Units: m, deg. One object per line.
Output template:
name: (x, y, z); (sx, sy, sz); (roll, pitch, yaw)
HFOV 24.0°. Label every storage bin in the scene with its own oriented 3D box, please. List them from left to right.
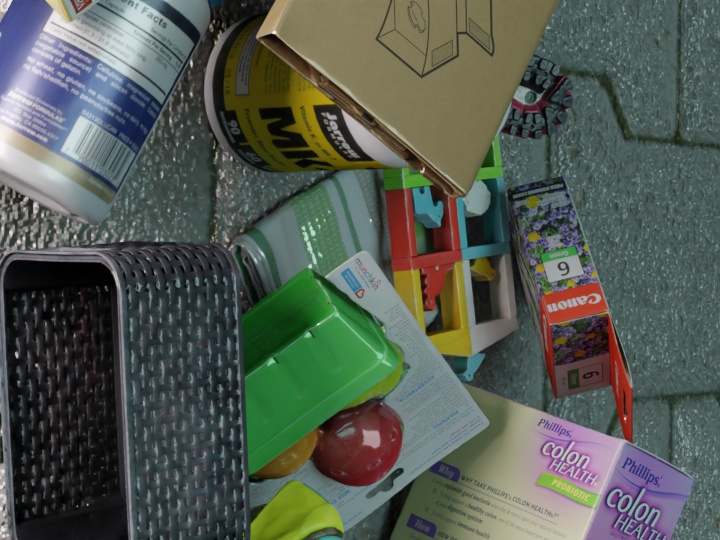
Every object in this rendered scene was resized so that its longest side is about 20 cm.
storage bin: (-0.147, 0.084, 1.048); (0.094, 0.135, 0.201); (-5, 94, -43)

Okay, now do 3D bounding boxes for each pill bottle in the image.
pill bottle: (-0.159, -0.138, 1.025); (0.111, 0.111, 0.200); (34, 80, -39)
pill bottle: (-0.002, -0.124, 1.139); (0.114, 0.200, 0.115); (-1, 92, -44)

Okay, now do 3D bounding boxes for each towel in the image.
towel: (0.000, 0.000, 1.263); (0.200, 0.031, 0.150); (-34, 115, -38)

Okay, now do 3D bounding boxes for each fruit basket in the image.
fruit basket: (-0.026, 0.099, 1.180); (0.185, 0.094, 0.200); (-37, 134, 1)

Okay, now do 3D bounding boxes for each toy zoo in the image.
toy zoo: (0.071, -0.014, 1.305); (0.131, 0.020, 0.201); (-8, 94, -50)

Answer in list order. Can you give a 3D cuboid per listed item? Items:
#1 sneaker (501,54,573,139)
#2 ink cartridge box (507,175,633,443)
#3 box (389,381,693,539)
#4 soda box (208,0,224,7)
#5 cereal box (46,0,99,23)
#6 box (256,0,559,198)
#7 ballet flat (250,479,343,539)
sneaker: (0.059, -0.149, 1.278); (0.200, 0.075, 0.081); (20, 95, -22)
ink cartridge box: (0.161, 0.039, 1.307); (0.109, 0.050, 0.200); (77, 0, -54)
box: (0.120, 0.208, 1.263); (0.097, 0.176, 0.200); (28, 82, -41)
soda box: (-0.066, -0.249, 1.167); (0.200, 0.064, 0.068); (-40, 116, -36)
cereal box: (-0.138, -0.254, 0.982); (0.200, 0.144, 0.040); (-39, 161, -11)
box: (0.041, -0.170, 1.031); (0.163, 0.021, 0.200); (37, 65, -25)
ballet flat: (-0.100, 0.213, 1.132); (0.200, 0.067, 0.067); (-38, 151, 2)
